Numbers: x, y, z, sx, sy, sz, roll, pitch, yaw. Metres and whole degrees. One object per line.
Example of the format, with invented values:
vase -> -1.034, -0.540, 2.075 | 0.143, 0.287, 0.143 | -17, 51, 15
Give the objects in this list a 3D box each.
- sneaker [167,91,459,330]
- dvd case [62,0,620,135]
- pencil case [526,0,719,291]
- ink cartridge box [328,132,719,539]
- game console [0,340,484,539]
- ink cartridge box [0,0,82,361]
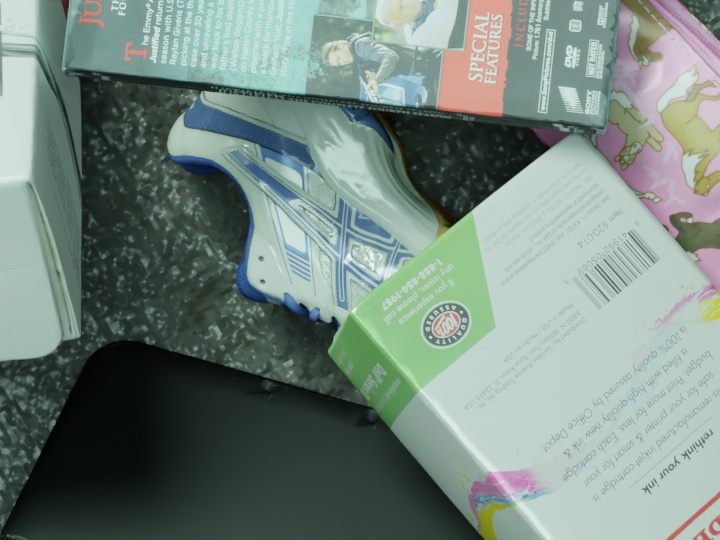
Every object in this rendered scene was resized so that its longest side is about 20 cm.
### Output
sneaker -> 0.000, 0.000, 1.012 | 0.088, 0.075, 0.200 | -36, 76, 6
dvd case -> -0.002, -0.131, 0.913 | 0.200, 0.022, 0.146 | 6, 86, 0
pencil case -> 0.121, -0.055, 0.953 | 0.087, 0.083, 0.200 | -45, 81, 5
ink cartridge box -> 0.097, 0.064, 0.920 | 0.117, 0.067, 0.200 | -38, 83, -18
game console -> -0.045, 0.148, 1.002 | 0.200, 0.116, 0.176 | 15, 114, 14
ink cartridge box -> -0.184, -0.056, 0.951 | 0.147, 0.083, 0.200 | -8, 41, 0
